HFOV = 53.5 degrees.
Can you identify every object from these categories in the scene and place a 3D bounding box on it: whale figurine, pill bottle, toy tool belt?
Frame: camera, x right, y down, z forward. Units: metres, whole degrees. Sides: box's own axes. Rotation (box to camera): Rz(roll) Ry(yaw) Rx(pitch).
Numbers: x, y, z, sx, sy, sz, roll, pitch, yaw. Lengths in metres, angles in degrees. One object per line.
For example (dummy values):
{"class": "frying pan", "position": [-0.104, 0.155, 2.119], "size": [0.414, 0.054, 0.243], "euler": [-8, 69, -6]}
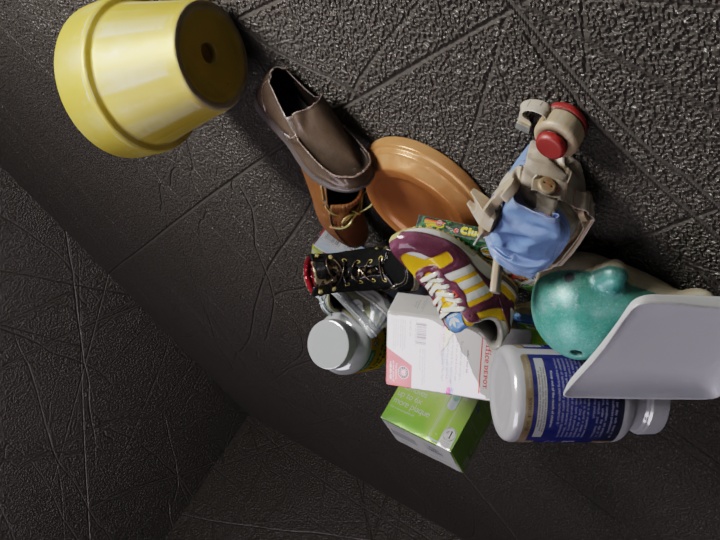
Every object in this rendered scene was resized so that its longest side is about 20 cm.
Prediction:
{"class": "whale figurine", "position": [0.288, 0.053, 0.803], "size": [0.196, 0.105, 0.160], "euler": [9, 151, 27]}
{"class": "pill bottle", "position": [0.266, 0.151, 0.880], "size": [0.194, 0.119, 0.116], "euler": [2, 157, -5]}
{"class": "toy tool belt", "position": [0.173, -0.061, 0.731], "size": [0.123, 0.124, 0.201], "euler": [28, 157, 17]}
{"class": "pill bottle", "position": [-0.015, 0.130, 1.306], "size": [0.111, 0.115, 0.199], "euler": [25, -173, 24]}

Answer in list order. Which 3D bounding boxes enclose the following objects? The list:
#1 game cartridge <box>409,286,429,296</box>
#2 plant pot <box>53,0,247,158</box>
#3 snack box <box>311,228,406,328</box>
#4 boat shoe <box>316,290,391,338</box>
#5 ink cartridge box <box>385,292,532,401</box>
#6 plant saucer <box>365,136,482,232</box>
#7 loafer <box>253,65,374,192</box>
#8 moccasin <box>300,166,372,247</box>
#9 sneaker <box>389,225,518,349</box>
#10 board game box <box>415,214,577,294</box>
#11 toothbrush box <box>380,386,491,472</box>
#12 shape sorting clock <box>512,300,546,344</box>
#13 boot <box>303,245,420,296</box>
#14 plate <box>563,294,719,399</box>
{"class": "game cartridge", "position": [0.133, 0.071, 1.104], "size": [0.130, 0.042, 0.200], "euler": [19, 154, -15]}
{"class": "plant pot", "position": [-0.252, -0.258, 0.914], "size": [0.185, 0.204, 0.202], "euler": [-3, 139, 34]}
{"class": "snack box", "position": [0.006, 0.019, 1.242], "size": [0.198, 0.053, 0.143], "euler": [34, 159, 7]}
{"class": "boat shoe", "position": [-0.028, 0.053, 1.194], "size": [0.200, 0.065, 0.075], "euler": [24, 155, 42]}
{"class": "ink cartridge box", "position": [0.137, 0.108, 0.997], "size": [0.195, 0.068, 0.119], "euler": [7, 114, 15]}
{"class": "plant saucer", "position": [0.080, -0.088, 0.936], "size": [0.198, 0.038, 0.201], "euler": [31, 157, 14]}
{"class": "loafer", "position": [-0.061, -0.178, 0.895], "size": [0.199, 0.073, 0.071], "euler": [42, 155, 10]}
{"class": "moccasin", "position": [-0.026, -0.108, 1.021], "size": [0.077, 0.073, 0.204], "euler": [29, 149, 38]}
{"class": "sneaker", "position": [0.114, 0.023, 0.881], "size": [0.197, 0.092, 0.075], "euler": [28, 152, -21]}
{"class": "board game box", "position": [0.167, -0.015, 0.903], "size": [0.195, 0.024, 0.105], "euler": [14, 155, 13]}
{"class": "toothbrush box", "position": [0.150, 0.209, 1.204], "size": [0.144, 0.202, 0.087], "euler": [19, 153, 36]}
{"class": "shape sorting clock", "position": [0.295, 0.098, 0.979], "size": [0.196, 0.040, 0.201], "euler": [25, 153, 13]}
{"class": "boot", "position": [0.000, 0.000, 1.056], "size": [0.200, 0.147, 0.075], "euler": [-166, 70, -75]}
{"class": "plate", "position": [0.335, 0.080, 0.754], "size": [0.194, 0.033, 0.202], "euler": [2, 144, -8]}
